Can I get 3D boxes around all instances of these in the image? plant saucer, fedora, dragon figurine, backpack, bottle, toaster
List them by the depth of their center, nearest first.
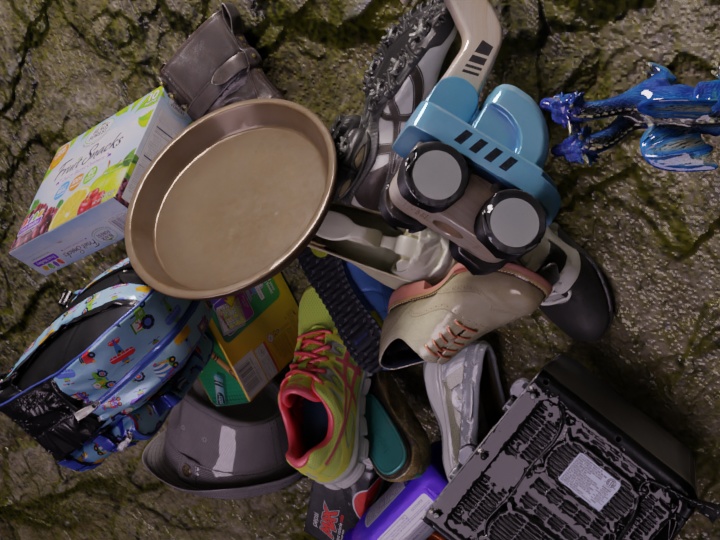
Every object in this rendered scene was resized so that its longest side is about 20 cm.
[{"bbox_3d":[0.230,-0.107,0.853,0.200,0.099,0.059,9,125,32],"label":"dragon figurine"},{"bbox_3d":[-0.106,-0.058,1.008,0.200,0.200,0.029,9,153,32],"label":"plant saucer"},{"bbox_3d":[0.185,0.195,1.048,0.200,0.119,0.181,38,109,8],"label":"toaster"},{"bbox_3d":[-0.209,0.069,1.089,0.200,0.183,0.135,-32,107,33],"label":"backpack"},{"bbox_3d":[0.037,0.262,1.236,0.065,0.084,0.200,42,115,6],"label":"bottle"},{"bbox_3d":[-0.140,0.158,1.269,0.200,0.177,0.090,25,125,48],"label":"fedora"}]

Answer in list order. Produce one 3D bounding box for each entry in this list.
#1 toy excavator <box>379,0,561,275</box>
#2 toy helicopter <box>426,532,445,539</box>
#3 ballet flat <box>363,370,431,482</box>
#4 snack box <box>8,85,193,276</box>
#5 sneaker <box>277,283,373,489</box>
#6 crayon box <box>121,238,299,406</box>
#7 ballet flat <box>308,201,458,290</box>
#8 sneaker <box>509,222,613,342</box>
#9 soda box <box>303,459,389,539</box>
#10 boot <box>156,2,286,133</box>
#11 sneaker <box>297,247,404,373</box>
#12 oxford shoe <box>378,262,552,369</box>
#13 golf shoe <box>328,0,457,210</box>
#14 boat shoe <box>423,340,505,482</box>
[{"bbox_3d":[0.081,-0.124,0.896,0.194,0.200,0.100,32,167,-3],"label":"toy excavator"},{"bbox_3d":[0.119,0.372,1.300,0.200,0.079,0.132,25,133,14],"label":"toy helicopter"},{"bbox_3d":[0.011,0.121,1.190,0.200,0.071,0.071,61,143,28],"label":"ballet flat"},{"bbox_3d":[-0.256,-0.087,1.195,0.200,0.142,0.053,-20,132,43],"label":"snack box"},{"bbox_3d":[-0.038,0.102,1.132,0.078,0.090,0.200,-16,69,31],"label":"sneaker"},{"bbox_3d":[-0.139,0.020,1.204,0.058,0.119,0.200,-11,113,41],"label":"crayon box"},{"bbox_3d":[0.020,-0.023,1.058,0.200,0.070,0.070,17,131,5],"label":"ballet flat"},{"bbox_3d":[0.135,-0.009,1.006,0.074,0.089,0.200,-26,105,43],"label":"sneaker"},{"bbox_3d":[-0.007,0.215,1.287,0.071,0.063,0.200,26,133,19],"label":"soda box"},{"bbox_3d":[-0.128,-0.124,1.117,0.174,0.069,0.200,48,118,10],"label":"boot"},{"bbox_3d":[0.000,0.000,1.135,0.066,0.078,0.200,-39,75,47],"label":"sneaker"},{"bbox_3d":[0.083,0.044,0.995,0.071,0.074,0.200,31,153,-19],"label":"oxford shoe"},{"bbox_3d":[0.042,-0.133,1.006,0.094,0.078,0.200,20,126,-20],"label":"golf shoe"},{"bbox_3d":[0.119,0.156,1.146,0.065,0.074,0.202,-1,113,42],"label":"boat shoe"}]
